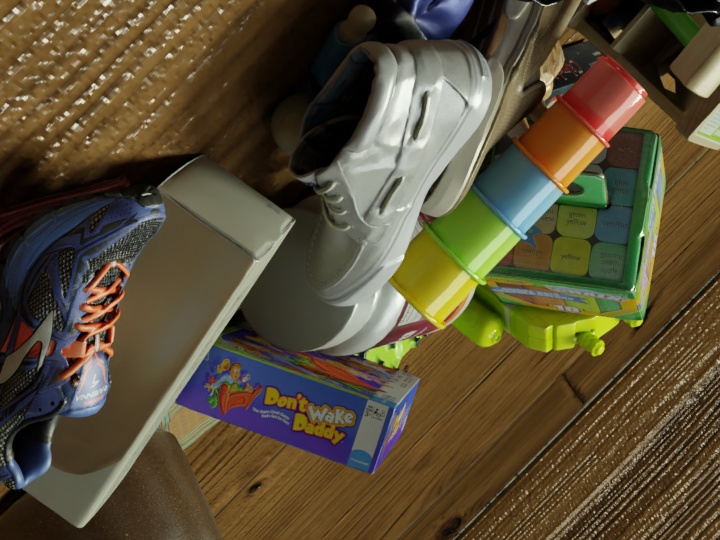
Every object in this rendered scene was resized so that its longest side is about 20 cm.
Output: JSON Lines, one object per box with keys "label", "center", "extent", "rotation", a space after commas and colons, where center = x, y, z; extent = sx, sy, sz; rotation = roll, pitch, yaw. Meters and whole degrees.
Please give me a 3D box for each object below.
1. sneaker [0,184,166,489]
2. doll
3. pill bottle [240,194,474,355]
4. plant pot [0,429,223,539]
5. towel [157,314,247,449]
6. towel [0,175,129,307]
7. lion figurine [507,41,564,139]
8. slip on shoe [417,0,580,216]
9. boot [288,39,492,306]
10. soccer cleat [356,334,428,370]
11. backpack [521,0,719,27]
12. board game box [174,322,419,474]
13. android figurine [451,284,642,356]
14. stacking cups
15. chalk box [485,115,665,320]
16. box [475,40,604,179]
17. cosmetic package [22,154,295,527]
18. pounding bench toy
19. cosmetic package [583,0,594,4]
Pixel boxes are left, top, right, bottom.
{"label": "sneaker", "center": [-0.152, 0.035, 0.790], "extent": [0.075, 0.078, 0.200], "rotation": [-18, 150, -56]}
{"label": "doll", "center": [0.024, -0.142, 0.919], "extent": [0.200, 0.048, 0.136], "rotation": [-46, 159, 3]}
{"label": "pill bottle", "center": [0.000, 0.000, 1.089], "extent": [0.114, 0.114, 0.200], "rotation": [-51, 163, 20]}
{"label": "plant pot", "center": [-0.162, 0.256, 1.128], "extent": [0.186, 0.200, 0.187], "rotation": [-33, 161, -13]}
{"label": "towel", "center": [-0.111, 0.088, 1.199], "extent": [0.200, 0.022, 0.147], "rotation": [-39, 162, -18]}
{"label": "towel", "center": [-0.209, 0.038, 0.840], "extent": [0.144, 0.023, 0.200], "rotation": [-23, 153, -51]}
{"label": "lion figurine", "center": [0.062, -0.110, 1.034], "extent": [0.199, 0.123, 0.073], "rotation": [-22, 148, -17]}
{"label": "slip on shoe", "center": [0.089, -0.117, 0.966], "extent": [0.076, 0.060, 0.201], "rotation": [-30, -144, 57]}
{"label": "boot", "center": [-0.008, -0.057, 0.901], "extent": [0.095, 0.074, 0.201], "rotation": [-1, 134, -39]}
{"label": "soccer cleat", "center": [-0.004, 0.060, 1.236], "extent": [0.200, 0.080, 0.068], "rotation": [-40, 130, -67]}
{"label": "backpack", "center": [0.066, -0.191, 0.680], "extent": [0.190, 0.199, 0.155], "rotation": [-19, 120, -42]}
{"label": "board game box", "center": [-0.036, 0.081, 1.037], "extent": [0.200, 0.134, 0.045], "rotation": [-13, 122, -84]}
{"label": "android figurine", "center": [0.152, -0.001, 1.300], "extent": [0.182, 0.200, 0.041], "rotation": [-34, 143, -24]}
{"label": "stacking cups", "center": [0.099, -0.055, 0.977], "extent": [0.200, 0.060, 0.060], "rotation": [-48, 163, 6]}
{"label": "chalk box", "center": [0.160, -0.040, 1.150], "extent": [0.200, 0.123, 0.125], "rotation": [33, 66, -73]}
{"label": "box", "center": [0.117, -0.111, 1.241], "extent": [0.200, 0.038, 0.137], "rotation": [-24, 153, -51]}
{"label": "cosmetic package", "center": [-0.127, 0.039, 0.886], "extent": [0.201, 0.071, 0.105], "rotation": [-55, -179, 17]}
{"label": "pounding bench toy", "center": [0.230, -0.192, 1.109], "extent": [0.124, 0.156, 0.200], "rotation": [-49, 163, 17]}
{"label": "cosmetic package", "center": [0.165, -0.265, 0.908], "extent": [0.051, 0.083, 0.200], "rotation": [-28, 157, -43]}
